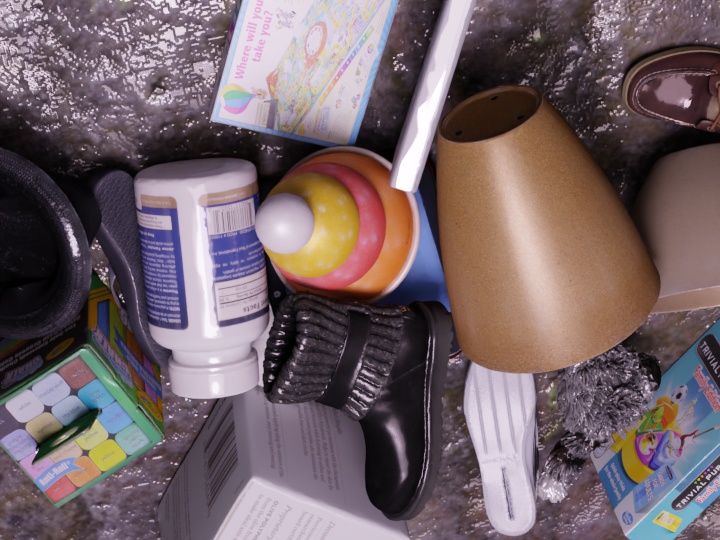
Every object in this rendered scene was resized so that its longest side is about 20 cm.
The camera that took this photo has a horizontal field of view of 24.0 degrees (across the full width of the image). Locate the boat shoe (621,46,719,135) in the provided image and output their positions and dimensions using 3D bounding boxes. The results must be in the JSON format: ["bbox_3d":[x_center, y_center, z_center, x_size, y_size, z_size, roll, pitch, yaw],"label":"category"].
[{"bbox_3d":[0.340,-0.156,1.546,0.198,0.072,0.073,5,116,-11],"label":"boat shoe"}]

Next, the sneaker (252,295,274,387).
[{"bbox_3d":[-0.025,0.072,1.614,0.199,0.074,0.116,11,117,-3],"label":"sneaker"}]

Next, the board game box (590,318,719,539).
[{"bbox_3d":[0.322,0.160,1.660,0.047,0.151,0.200,35,107,-22],"label":"board game box"}]

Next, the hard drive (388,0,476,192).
[{"bbox_3d":[0.067,-0.177,1.448,0.027,0.132,0.201,17,107,-1],"label":"hard drive"}]

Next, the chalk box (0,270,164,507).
[{"bbox_3d":[-0.259,0.114,1.522,0.124,0.200,0.124,-31,118,9],"label":"chalk box"}]

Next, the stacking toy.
[{"bbox_3d":[-0.040,-0.042,1.431,0.145,0.200,0.147,-1,87,17],"label":"stacking toy"}]

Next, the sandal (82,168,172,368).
[{"bbox_3d":[-0.205,-0.004,1.555,0.043,0.076,0.201,4,123,40],"label":"sandal"}]

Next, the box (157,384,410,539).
[{"bbox_3d":[-0.079,0.241,1.615,0.170,0.199,0.201,22,113,-19],"label":"box"}]

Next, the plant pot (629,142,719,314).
[{"bbox_3d":[0.328,-0.043,1.555,0.199,0.200,0.136,-6,82,-5],"label":"plant pot"}]

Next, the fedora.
[{"bbox_3d":[-0.298,-0.038,1.479,0.199,0.092,0.202,13,120,24],"label":"fedora"}]

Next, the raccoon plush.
[{"bbox_3d":[0.199,0.109,1.621,0.134,0.097,0.201,36,75,-20],"label":"raccoon plush"}]

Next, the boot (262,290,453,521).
[{"bbox_3d":[-0.011,0.120,1.479,0.157,0.079,0.213,0,102,-29],"label":"boot"}]

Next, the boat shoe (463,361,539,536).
[{"bbox_3d":[0.140,0.160,1.682,0.072,0.071,0.202,-2,98,7],"label":"boat shoe"}]

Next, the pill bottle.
[{"bbox_3d":[-0.139,0.006,1.513,0.110,0.111,0.202,-6,103,-6],"label":"pill bottle"}]

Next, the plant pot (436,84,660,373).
[{"bbox_3d":[0.138,-0.048,1.436,0.185,0.187,0.201,-22,118,3],"label":"plant pot"}]

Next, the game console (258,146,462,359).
[{"bbox_3d":[0.000,0.000,1.547,0.176,0.031,0.201,-16,88,-4],"label":"game console"}]

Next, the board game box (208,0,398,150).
[{"bbox_3d":[-0.044,-0.213,1.481,0.134,0.034,0.201,12,115,-14],"label":"board game box"}]
